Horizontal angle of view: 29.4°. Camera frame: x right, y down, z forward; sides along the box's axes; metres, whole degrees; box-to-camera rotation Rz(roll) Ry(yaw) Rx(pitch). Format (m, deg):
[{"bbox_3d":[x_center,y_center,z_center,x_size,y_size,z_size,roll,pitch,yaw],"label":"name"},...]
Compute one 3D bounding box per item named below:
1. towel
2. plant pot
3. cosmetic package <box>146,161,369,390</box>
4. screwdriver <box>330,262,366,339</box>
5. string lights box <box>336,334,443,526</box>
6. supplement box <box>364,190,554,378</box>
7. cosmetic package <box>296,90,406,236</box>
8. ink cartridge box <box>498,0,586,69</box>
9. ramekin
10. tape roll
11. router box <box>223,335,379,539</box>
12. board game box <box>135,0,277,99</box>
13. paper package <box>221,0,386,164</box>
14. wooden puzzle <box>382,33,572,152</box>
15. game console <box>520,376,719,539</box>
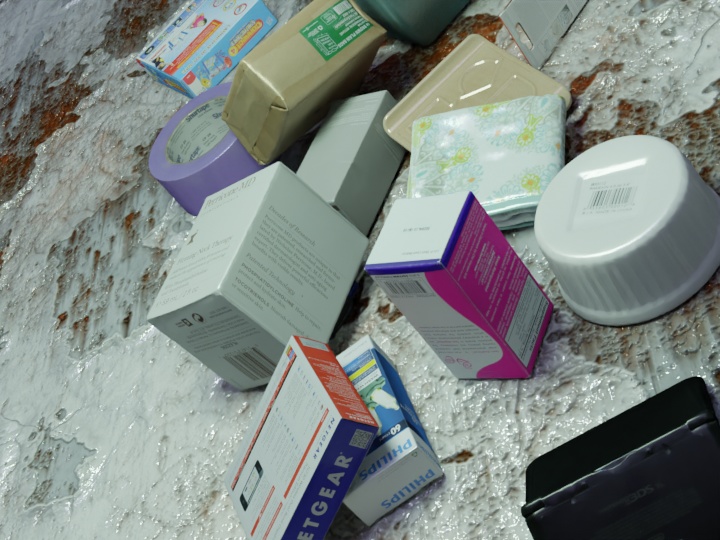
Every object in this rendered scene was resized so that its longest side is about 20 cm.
[{"bbox_3d":[0.151,-0.127,1.663,0.198,0.048,0.172,-8,58,22],"label":"towel"},{"bbox_3d":[0.054,-0.440,1.990,0.196,0.200,0.196,-48,36,-11],"label":"plant pot"},{"bbox_3d":[-0.124,0.011,1.687,0.167,0.166,0.201,-21,38,47],"label":"cosmetic package"},{"bbox_3d":[0.000,0.000,1.720,0.028,0.029,0.201,8,63,46],"label":"screwdriver"},{"bbox_3d":[0.009,0.173,1.511,0.102,0.059,0.200,-36,36,8],"label":"string lights box"},{"bbox_3d":[0.109,0.020,1.461,0.101,0.200,0.104,-4,48,39],"label":"supplement box"},{"bbox_3d":[-0.016,-0.138,1.838,0.106,0.090,0.201,-3,53,43],"label":"cosmetic package"},{"bbox_3d":[0.244,-0.374,1.824,0.050,0.109,0.201,15,63,48],"label":"ink cartridge box"},{"bbox_3d":[0.282,-0.049,1.462,0.199,0.098,0.201,-25,39,22],"label":"ramekin"},{"bbox_3d":[-0.217,-0.185,2.070,0.199,0.085,0.201,-24,40,21],"label":"tape roll"},{"bbox_3d":[-0.070,0.201,1.482,0.201,0.049,0.180,-64,29,17],"label":"router box"},{"bbox_3d":[-0.268,-0.397,2.361,0.200,0.056,0.196,-47,37,-8],"label":"board game box"},{"bbox_3d":[-0.081,-0.272,1.910,0.200,0.104,0.191,-42,-5,-23],"label":"paper package"},{"bbox_3d":[0.152,-0.197,1.771,0.185,0.046,0.200,-44,49,-4],"label":"wooden puzzle"},{"bbox_3d":[0.261,0.209,1.280,0.199,0.116,0.177,-31,67,15],"label":"game console"}]
